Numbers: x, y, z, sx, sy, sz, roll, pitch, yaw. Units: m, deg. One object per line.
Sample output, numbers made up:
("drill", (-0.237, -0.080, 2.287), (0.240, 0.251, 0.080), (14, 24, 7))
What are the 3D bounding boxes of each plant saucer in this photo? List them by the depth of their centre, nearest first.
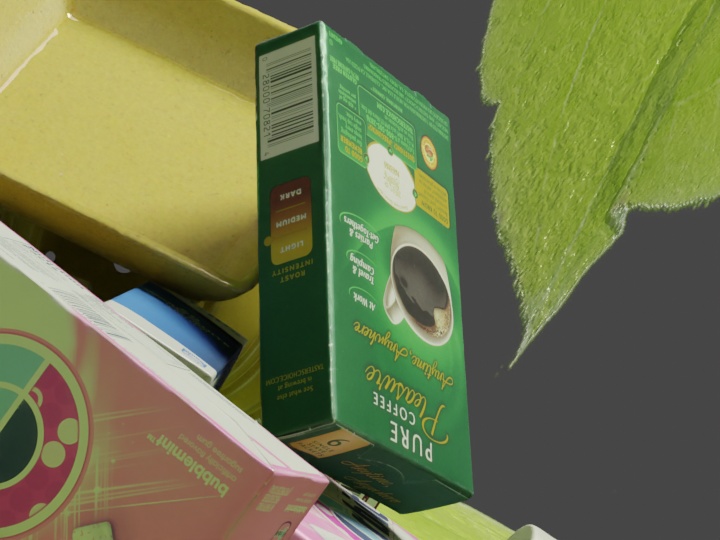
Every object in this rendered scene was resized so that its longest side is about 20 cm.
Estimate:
("plant saucer", (-0.109, -0.070, 1.225), (0.199, 0.049, 0.200), (27, 41, 6))

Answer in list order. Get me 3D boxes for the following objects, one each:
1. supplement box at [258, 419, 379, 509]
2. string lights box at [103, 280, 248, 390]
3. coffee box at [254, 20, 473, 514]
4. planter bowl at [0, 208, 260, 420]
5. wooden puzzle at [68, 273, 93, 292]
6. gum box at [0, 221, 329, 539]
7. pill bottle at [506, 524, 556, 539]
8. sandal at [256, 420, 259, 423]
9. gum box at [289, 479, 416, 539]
("supplement box", (-0.055, 0.062, 1.599), (0.200, 0.111, 0.086), (38, 4, 31))
("string lights box", (-0.107, 0.065, 1.121), (0.059, 0.103, 0.200), (34, 3, -1))
("coffee box", (0.000, 0.000, 1.148), (0.123, 0.044, 0.201), (32, 49, -52))
("planter bowl", (-0.112, -0.006, 1.292), (0.200, 0.201, 0.083), (36, 9, 8))
("wooden puzzle", (-0.218, 0.004, 1.099), (0.184, 0.037, 0.200), (22, 10, -3))
("gum box", (-0.127, 0.060, 0.900), (0.200, 0.114, 0.066), (37, 4, 18))
("pill bottle", (0.150, 0.227, 1.354), (0.200, 0.109, 0.109), (35, 4, -6))
("sandal", (-0.080, 0.094, 1.454), (0.075, 0.045, 0.200), (33, 4, -34))
("gum box", (-0.022, 0.139, 1.109), (0.113, 0.066, 0.200), (36, 4, -2))
